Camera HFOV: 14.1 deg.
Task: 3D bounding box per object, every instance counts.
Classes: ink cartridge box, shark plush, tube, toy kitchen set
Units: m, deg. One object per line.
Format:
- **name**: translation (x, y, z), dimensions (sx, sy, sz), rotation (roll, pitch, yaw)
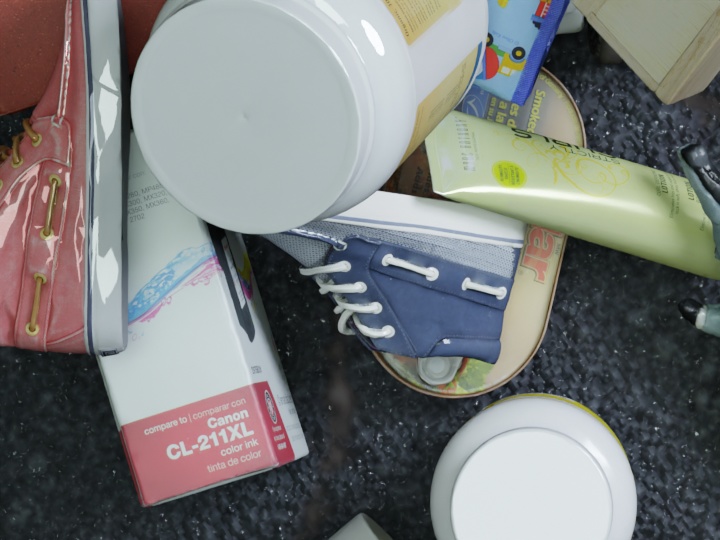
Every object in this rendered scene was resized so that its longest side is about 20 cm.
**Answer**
- **ink cartridge box**: translation (-0.103, 0.023, 1.640), dimensions (0.082, 0.146, 0.201), rotation (-17, 88, 6)
- **shark plush**: translation (0.216, 0.027, 1.624), dimensions (0.083, 0.091, 0.201), rotation (-12, 127, 27)
- **tube**: translation (0.124, -0.043, 1.631), dimensions (0.199, 0.058, 0.052), rotation (16, 87, -20)
- **toy kitchen set**: translation (0.211, -0.228, 1.567), dimensions (0.163, 0.199, 0.181), rotation (49, 130, 17)

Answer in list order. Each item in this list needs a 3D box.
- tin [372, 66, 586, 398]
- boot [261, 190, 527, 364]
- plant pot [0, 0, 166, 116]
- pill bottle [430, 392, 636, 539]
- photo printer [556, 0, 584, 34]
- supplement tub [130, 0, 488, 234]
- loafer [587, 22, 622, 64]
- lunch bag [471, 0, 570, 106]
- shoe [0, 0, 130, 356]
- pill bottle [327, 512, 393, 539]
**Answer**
- **tin**: translation (0.066, -0.026, 1.684), dimensions (0.111, 0.042, 0.201), rotation (14, 90, 9)
- **boot**: translation (0.000, 0.000, 1.603), dimensions (0.199, 0.073, 0.091), rotation (8, 92, -25)
- **plant pot**: translation (-0.165, -0.193, 1.635), dimensions (0.199, 0.200, 0.177), rotation (-17, 98, 4)
- **pill bottle**: translation (0.095, 0.125, 1.597), dimensions (0.112, 0.200, 0.113), rotation (0, 89, 5)
- **photo printer**: translation (0.024, -0.210, 1.673), dimensions (0.199, 0.069, 0.168), rotation (-6, 88, 5)
- **supplement tub**: translation (-0.026, -0.110, 1.509), dimensions (0.144, 0.200, 0.146), rotation (7, 112, 17)
- **loafer**: translation (0.179, -0.214, 1.668), dimensions (0.070, 0.073, 0.201), rotation (9, 95, -6)
- **lunch bag**: translation (0.055, -0.197, 1.603), dimensions (0.150, 0.094, 0.201), rotation (23, 104, 6)
- **shoe**: translation (-0.169, -0.055, 1.538), dimensions (0.090, 0.071, 0.202), rotation (0, 93, 0)
- **pill bottle**: translation (-0.045, 0.236, 1.649), dimensions (0.200, 0.114, 0.114), rotation (-42, 86, 2)
